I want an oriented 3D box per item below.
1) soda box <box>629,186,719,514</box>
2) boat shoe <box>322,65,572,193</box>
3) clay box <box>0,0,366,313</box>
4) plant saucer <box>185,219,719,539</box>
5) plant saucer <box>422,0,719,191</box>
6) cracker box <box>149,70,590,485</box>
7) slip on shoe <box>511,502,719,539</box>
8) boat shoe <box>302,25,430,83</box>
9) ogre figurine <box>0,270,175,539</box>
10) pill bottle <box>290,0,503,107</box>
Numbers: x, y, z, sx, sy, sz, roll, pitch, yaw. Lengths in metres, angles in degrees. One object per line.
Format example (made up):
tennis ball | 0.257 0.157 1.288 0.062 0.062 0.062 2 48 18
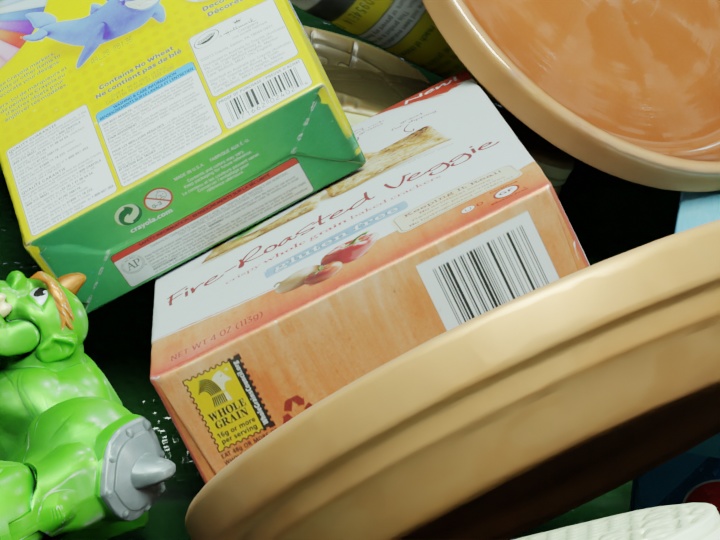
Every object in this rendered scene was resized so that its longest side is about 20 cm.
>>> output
soda box | 0.141 0.028 0.787 0.067 0.065 0.200 8 33 9
boat shoe | -0.016 -0.044 0.872 0.199 0.067 0.074 11 18 -4
clay box | -0.084 -0.088 0.788 0.114 0.048 0.201 -27 46 4
plant saucer | 0.048 0.045 0.606 0.199 0.200 0.038 -17 74 -28
plant saucer | 0.100 -0.118 0.845 0.199 0.032 0.201 15 55 -23
cracker box | 0.000 0.000 0.733 0.133 0.058 0.200 -26 15 2
slip on shoe | 0.023 0.102 0.532 0.074 0.062 0.200 -19 -1 -36
boat shoe | -0.066 -0.075 0.931 0.199 0.075 0.066 6 10 -8
ogre figurine | -0.133 0.058 0.693 0.119 0.099 0.200 -15 -2 -16
pill bottle | 0.074 -0.127 0.931 0.199 0.115 0.115 25 28 -15
